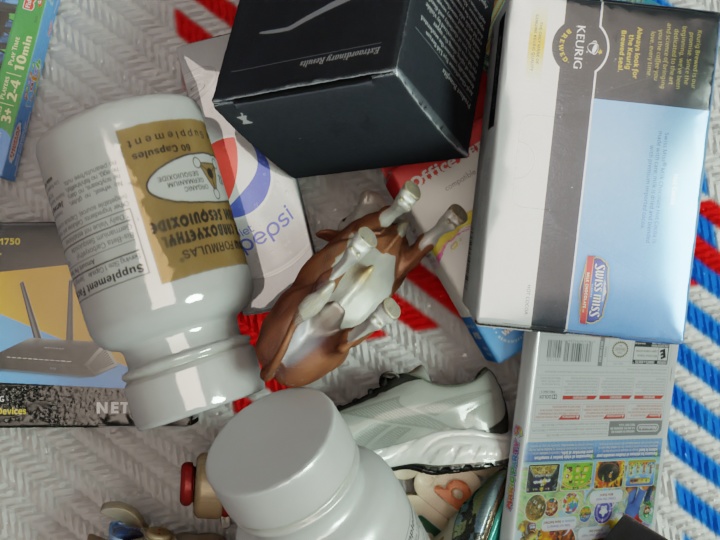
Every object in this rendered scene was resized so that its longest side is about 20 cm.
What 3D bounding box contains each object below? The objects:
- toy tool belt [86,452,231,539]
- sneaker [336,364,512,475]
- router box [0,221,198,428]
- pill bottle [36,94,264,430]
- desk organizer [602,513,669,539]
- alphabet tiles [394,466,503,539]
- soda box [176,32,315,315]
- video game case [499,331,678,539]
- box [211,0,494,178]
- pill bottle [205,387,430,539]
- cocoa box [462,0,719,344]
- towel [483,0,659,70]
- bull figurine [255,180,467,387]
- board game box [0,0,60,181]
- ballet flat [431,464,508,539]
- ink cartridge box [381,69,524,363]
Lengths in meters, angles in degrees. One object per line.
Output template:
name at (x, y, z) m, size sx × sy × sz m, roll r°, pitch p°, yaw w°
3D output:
toy tool belt at (-0.154, 0.228, 0.781) m, size 0.121 × 0.125 × 0.203 m, roll 5°, pitch 88°, yaw -9°
sneaker at (0.013, 0.113, 0.806) m, size 0.197 × 0.074 × 0.081 m, roll -4°, pitch 78°, yaw -5°
router box at (-0.221, 0.041, 0.817) m, size 0.197 × 0.051 × 0.152 m, roll -1°, pitch 86°, yaw -2°
pill bottle at (-0.134, -0.004, 0.733) m, size 0.113 × 0.114 × 0.203 m, roll -17°, pitch 87°, yaw -1°
desk organizer at (0.161, 0.279, 0.759) m, size 0.200 × 0.072 × 0.077 m, roll -47°, pitch 111°, yaw -9°
alphabet tiles at (0.062, 0.211, 0.837) m, size 0.195 × 0.015 × 0.201 m, roll 37°, pitch 88°, yaw 3°
soda box at (-0.080, -0.071, 0.816) m, size 0.063 × 0.068 × 0.203 m, roll -14°, pitch 89°, yaw -1°
video game case at (0.166, 0.138, 0.797) m, size 0.142 × 0.018 × 0.203 m, roll 4°, pitch 94°, yaw -32°
box at (0.004, -0.178, 0.744) m, size 0.146 × 0.104 × 0.203 m, roll -2°, pitch 65°, yaw 33°
pill bottle at (-0.016, 0.178, 0.707) m, size 0.113 × 0.115 × 0.201 m, roll -28°, pitch 120°, yaw -2°
cocoa box at (0.143, -0.063, 0.709) m, size 0.129 × 0.133 × 0.203 m, roll 6°, pitch 94°, yaw 2°
towel at (0.164, -0.172, 0.818) m, size 0.198 × 0.022 × 0.147 m, roll 31°, pitch 58°, yaw 2°
bull figurine at (0.000, 0.000, 0.726) m, size 0.065 × 0.201 × 0.121 m, roll 42°, pitch 132°, yaw -9°
board game box at (-0.343, -0.167, 0.830) m, size 0.197 × 0.037 × 0.153 m, roll 14°, pitch 89°, yaw 0°
ballet flat at (0.069, 0.236, 0.800) m, size 0.073 × 0.074 × 0.203 m, roll 13°, pitch 84°, yaw -1°
ink cartridge box at (0.096, -0.047, 0.818) m, size 0.115 × 0.067 × 0.202 m, roll -30°, pitch 89°, yaw -2°
